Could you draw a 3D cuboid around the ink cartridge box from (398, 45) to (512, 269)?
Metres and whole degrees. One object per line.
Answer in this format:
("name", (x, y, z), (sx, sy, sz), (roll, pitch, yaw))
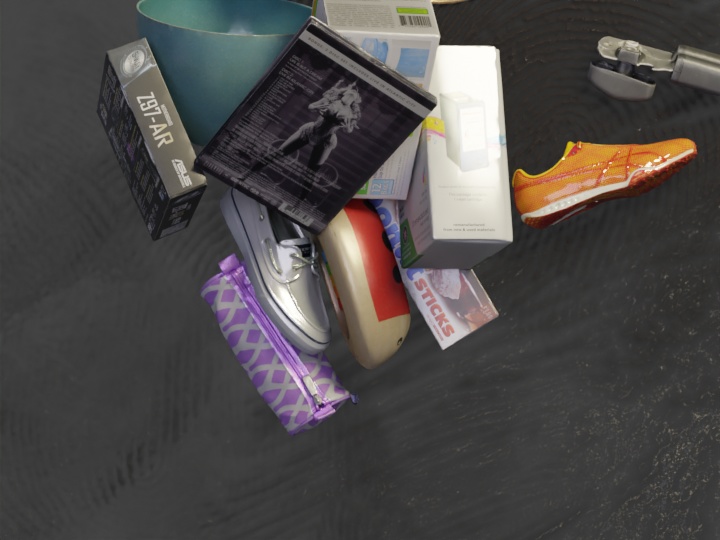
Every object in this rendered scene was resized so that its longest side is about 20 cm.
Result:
("ink cartridge box", (0.090, -0.113, 1.512), (0.086, 0.145, 0.203), (1, 79, -12))

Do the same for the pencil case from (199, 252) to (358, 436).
("pencil case", (-0.091, 0.080, 1.569), (0.084, 0.086, 0.201), (-35, 84, -4))

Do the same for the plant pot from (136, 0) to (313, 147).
("plant pot", (-0.137, -0.204, 1.548), (0.197, 0.200, 0.137), (8, 111, 6))

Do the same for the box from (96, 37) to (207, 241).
("box", (-0.219, -0.130, 1.534), (0.043, 0.200, 0.162), (-22, 84, -16))

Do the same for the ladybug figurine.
("ladybug figurine", (0.000, 0.000, 1.542), (0.071, 0.136, 0.202), (-18, 92, -7))

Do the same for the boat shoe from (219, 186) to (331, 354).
("boat shoe", (-0.079, -0.012, 1.537), (0.067, 0.073, 0.201), (-37, 79, 30))

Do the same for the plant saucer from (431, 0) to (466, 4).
("plant saucer", (0.093, -0.367, 1.541), (0.197, 0.201, 0.036), (-12, 50, 5))

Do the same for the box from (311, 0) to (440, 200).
("box", (0.002, -0.177, 1.456), (0.111, 0.202, 0.102), (1, 42, -10))

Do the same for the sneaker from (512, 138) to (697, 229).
("sneaker", (0.254, -0.109, 1.552), (0.197, 0.073, 0.078), (-17, 76, 2))

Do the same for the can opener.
("can opener", (0.341, -0.200, 1.565), (0.198, 0.053, 0.068), (17, 121, 6))

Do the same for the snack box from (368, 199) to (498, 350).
("snack box", (0.068, -0.019, 1.588), (0.071, 0.024, 0.201), (-31, 85, 4))

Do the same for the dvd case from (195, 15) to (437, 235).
("dvd case", (-0.044, -0.132, 1.410), (0.148, 0.016, 0.200), (29, 126, -22))
